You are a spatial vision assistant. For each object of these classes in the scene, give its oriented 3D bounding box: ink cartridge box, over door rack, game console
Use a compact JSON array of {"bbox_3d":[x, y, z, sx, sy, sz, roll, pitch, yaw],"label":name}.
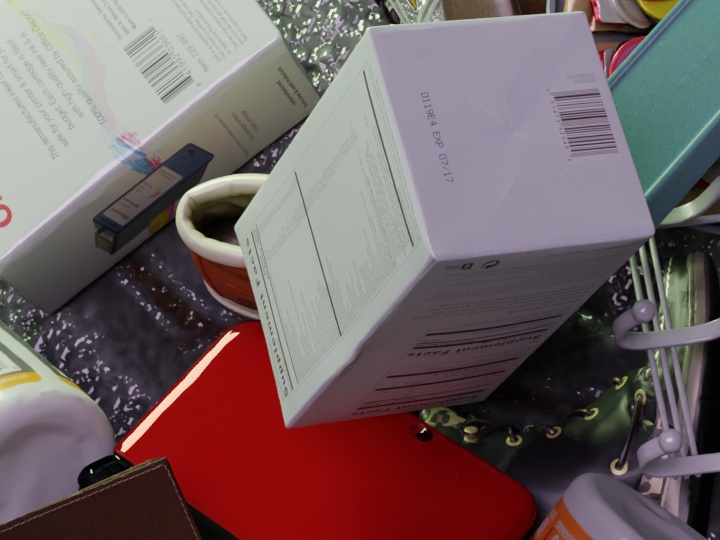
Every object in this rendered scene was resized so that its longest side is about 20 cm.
[{"bbox_3d":[-0.145,-0.097,1.343,0.200,0.088,0.146,-38,65,-1],"label":"ink cartridge box"},{"bbox_3d":[0.218,0.020,1.152,0.199,0.067,0.149,0,60,-13],"label":"over door rack"},{"bbox_3d":[-0.036,0.153,1.206,0.199,0.118,0.173,31,124,29],"label":"game console"}]

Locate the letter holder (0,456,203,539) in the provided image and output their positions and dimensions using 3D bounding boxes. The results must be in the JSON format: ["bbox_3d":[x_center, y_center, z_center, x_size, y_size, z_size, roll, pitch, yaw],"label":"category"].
[{"bbox_3d":[-0.124,0.211,1.122,0.100,0.142,0.201,-30,84,42],"label":"letter holder"}]

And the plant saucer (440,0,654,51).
[{"bbox_3d":[0.138,-0.146,1.246,0.199,0.032,0.202,4,79,-19],"label":"plant saucer"}]

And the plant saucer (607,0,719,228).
[{"bbox_3d":[0.159,-0.093,1.168,0.070,0.019,0.200,35,72,25],"label":"plant saucer"}]

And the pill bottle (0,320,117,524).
[{"bbox_3d":[-0.222,0.072,1.270,0.117,0.116,0.200,-51,46,-5],"label":"pill bottle"}]

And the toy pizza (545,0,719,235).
[{"bbox_3d":[0.188,-0.117,1.223,0.199,0.032,0.202,3,79,-18],"label":"toy pizza"}]

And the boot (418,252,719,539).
[{"bbox_3d":[0.101,0.083,1.216,0.150,0.073,0.201,5,78,18],"label":"boot"}]

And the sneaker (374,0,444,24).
[{"bbox_3d":[0.043,-0.144,1.317,0.082,0.078,0.201,-14,60,19],"label":"sneaker"}]

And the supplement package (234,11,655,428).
[{"bbox_3d":[0.032,-0.019,1.116,0.109,0.200,0.114,-6,69,-24],"label":"supplement package"}]

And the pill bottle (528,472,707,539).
[{"bbox_3d":[0.088,0.203,1.110,0.114,0.114,0.200,39,100,25],"label":"pill bottle"}]

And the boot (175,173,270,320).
[{"bbox_3d":[0.000,0.000,1.256,0.199,0.107,0.075,10,71,17],"label":"boot"}]
